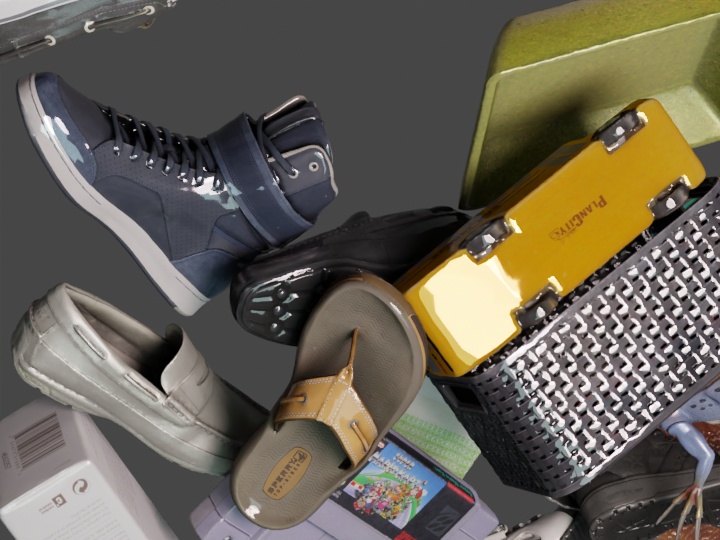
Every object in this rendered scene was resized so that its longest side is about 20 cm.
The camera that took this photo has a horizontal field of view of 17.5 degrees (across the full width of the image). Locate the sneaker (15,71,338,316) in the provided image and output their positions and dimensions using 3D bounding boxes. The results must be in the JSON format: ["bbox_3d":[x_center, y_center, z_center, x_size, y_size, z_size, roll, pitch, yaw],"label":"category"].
[{"bbox_3d":[-0.101,-0.077,1.398,0.146,0.077,0.202,-31,132,13],"label":"sneaker"}]

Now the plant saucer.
[{"bbox_3d":[0.154,-0.120,1.437,0.198,0.048,0.200,-16,160,-9],"label":"plant saucer"}]

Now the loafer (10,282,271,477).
[{"bbox_3d":[-0.124,0.071,1.477,0.199,0.070,0.070,27,120,-26],"label":"loafer"}]

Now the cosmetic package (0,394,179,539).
[{"bbox_3d":[-0.162,0.182,1.509,0.074,0.102,0.201,-30,120,0],"label":"cosmetic package"}]

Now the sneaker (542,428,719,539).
[{"bbox_3d":[0.200,0.130,1.596,0.198,0.105,0.060,-7,134,-17],"label":"sneaker"}]

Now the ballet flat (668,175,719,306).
[{"bbox_3d":[0.254,-0.033,1.540,0.200,0.072,0.068,-50,148,9],"label":"ballet flat"}]

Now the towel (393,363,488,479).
[{"bbox_3d":[0.002,0.121,1.575,0.148,0.031,0.201,26,109,-25],"label":"towel"}]

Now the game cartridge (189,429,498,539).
[{"bbox_3d":[-0.005,0.164,1.538,0.130,0.038,0.200,-43,134,10],"label":"game cartridge"}]

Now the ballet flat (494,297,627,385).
[{"bbox_3d":[0.120,0.036,1.539,0.199,0.070,0.070,19,110,-29],"label":"ballet flat"}]

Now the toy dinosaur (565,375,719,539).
[{"bbox_3d":[0.219,0.067,1.512,0.180,0.105,0.202,-1,118,4],"label":"toy dinosaur"}]

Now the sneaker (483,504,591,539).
[{"bbox_3d":[0.096,0.207,1.623,0.200,0.088,0.074,-48,150,-17],"label":"sneaker"}]

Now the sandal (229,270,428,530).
[{"bbox_3d":[-0.025,0.089,1.399,0.081,0.055,0.200,35,121,-3],"label":"sandal"}]

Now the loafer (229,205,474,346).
[{"bbox_3d":[0.000,0.000,1.451,0.199,0.070,0.069,-10,130,-33],"label":"loafer"}]

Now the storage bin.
[{"bbox_3d":[0.153,0.040,1.441,0.199,0.135,0.094,-37,99,-12],"label":"storage bin"}]

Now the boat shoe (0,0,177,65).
[{"bbox_3d":[-0.146,-0.167,1.356,0.198,0.069,0.057,-14,128,-4],"label":"boat shoe"}]

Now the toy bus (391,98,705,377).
[{"bbox_3d":[0.111,-0.021,1.409,0.200,0.078,0.065,-39,98,-13],"label":"toy bus"}]
